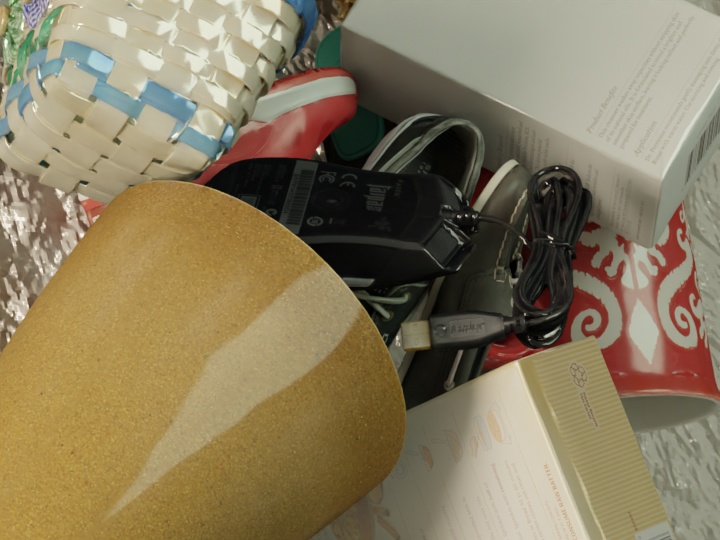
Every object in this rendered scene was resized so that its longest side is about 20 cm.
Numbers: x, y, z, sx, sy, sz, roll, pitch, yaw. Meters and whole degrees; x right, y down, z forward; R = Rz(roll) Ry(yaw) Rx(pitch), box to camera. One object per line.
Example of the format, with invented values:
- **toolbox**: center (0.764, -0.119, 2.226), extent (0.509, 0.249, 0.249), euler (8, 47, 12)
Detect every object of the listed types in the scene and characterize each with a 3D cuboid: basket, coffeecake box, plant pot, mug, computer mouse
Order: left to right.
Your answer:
- **plant pot**: center (-0.110, 0.090, 1.369), extent (0.187, 0.186, 0.200), euler (54, 52, -11)
- **basket**: center (-0.092, -0.138, 1.437), extent (0.139, 0.176, 0.201), euler (30, 65, -11)
- **computer mouse**: center (0.015, 0.002, 1.476), extent (0.141, 0.199, 0.046), euler (-85, 175, -52)
- **coffeecake box**: center (0.052, 0.142, 1.485), extent (0.073, 0.200, 0.154), euler (-14, 80, -52)
- **mug**: center (0.123, -0.017, 1.678), extent (0.177, 0.133, 0.201), euler (27, 56, -66)

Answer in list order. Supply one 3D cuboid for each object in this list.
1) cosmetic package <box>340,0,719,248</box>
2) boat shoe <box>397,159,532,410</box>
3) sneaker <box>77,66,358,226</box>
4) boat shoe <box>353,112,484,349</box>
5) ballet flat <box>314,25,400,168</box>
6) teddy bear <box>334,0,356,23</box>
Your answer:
- **cosmetic package**: center (0.098, -0.112, 1.619), extent (0.200, 0.081, 0.113), euler (28, 65, 16)
- **boat shoe**: center (0.056, 0.040, 1.568), extent (0.057, 0.201, 0.067), euler (28, 14, 10)
- **sneaker**: center (-0.065, -0.031, 1.573), extent (0.200, 0.078, 0.116), euler (-23, 96, -40)
- **boat shoe**: center (0.000, 0.000, 1.556), extent (0.072, 0.071, 0.201), euler (28, 78, -8)
- **ballet flat**: center (0.014, -0.048, 1.667), extent (0.068, 0.068, 0.201), euler (35, 46, -43)
- **teddy bear**: center (0.061, -0.153, 1.780), extent (0.200, 0.067, 0.145), euler (49, 42, -17)
